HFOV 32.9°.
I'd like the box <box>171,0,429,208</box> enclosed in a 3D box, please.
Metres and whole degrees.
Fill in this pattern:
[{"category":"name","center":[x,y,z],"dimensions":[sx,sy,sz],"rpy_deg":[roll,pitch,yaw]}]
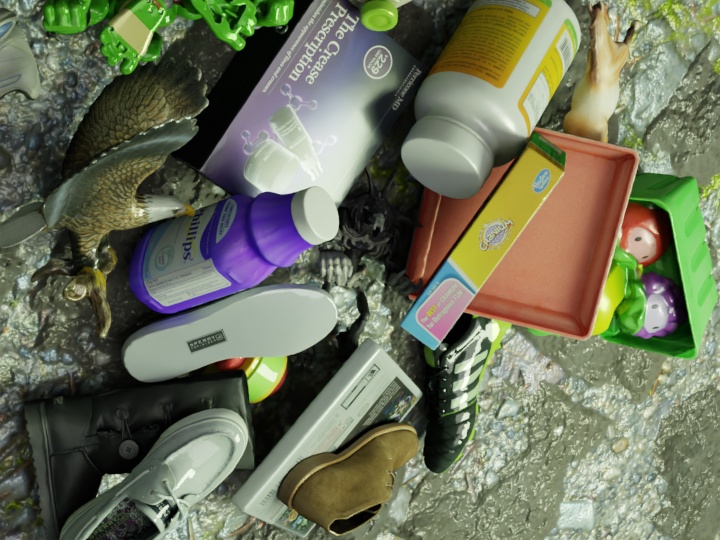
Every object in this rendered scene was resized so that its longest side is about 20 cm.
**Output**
[{"category":"box","center":[-0.054,-0.145,1.111],"dimensions":[0.141,0.079,0.200],"rpy_deg":[34,89,-35]}]

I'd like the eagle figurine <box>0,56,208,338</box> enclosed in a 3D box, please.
[{"category":"eagle figurine","center":[-0.203,-0.074,1.011],"dimensions":[0.151,0.152,0.200],"rpy_deg":[-19,135,-48]}]

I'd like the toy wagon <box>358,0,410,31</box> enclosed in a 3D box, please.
[{"category":"toy wagon","center":[-0.024,-0.301,1.045],"dimensions":[0.200,0.040,0.155],"rpy_deg":[19,60,-32]}]

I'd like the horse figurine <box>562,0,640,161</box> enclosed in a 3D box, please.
[{"category":"horse figurine","center":[0.238,-0.177,1.235],"dimensions":[0.133,0.050,0.200],"rpy_deg":[-39,146,-63]}]

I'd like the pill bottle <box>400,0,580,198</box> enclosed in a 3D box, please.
[{"category":"pill bottle","center":[0.118,-0.167,1.138],"dimensions":[0.111,0.111,0.200],"rpy_deg":[49,59,-32]}]

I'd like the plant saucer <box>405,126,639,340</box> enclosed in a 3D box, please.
[{"category":"plant saucer","center":[0.159,-0.049,1.231],"dimensions":[0.199,0.037,0.200],"rpy_deg":[14,105,5]}]

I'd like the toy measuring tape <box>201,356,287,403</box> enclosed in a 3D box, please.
[{"category":"toy measuring tape","center":[-0.127,0.121,1.165],"dimensions":[0.074,0.074,0.200],"rpy_deg":[38,87,-33]}]

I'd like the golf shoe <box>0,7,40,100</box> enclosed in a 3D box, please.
[{"category":"golf shoe","center":[-0.343,-0.125,0.962],"dimensions":[0.200,0.078,0.097],"rpy_deg":[-35,126,-13]}]

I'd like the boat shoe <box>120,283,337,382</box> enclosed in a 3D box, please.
[{"category":"boat shoe","center":[-0.122,0.048,1.115],"dimensions":[0.200,0.057,0.069],"rpy_deg":[-14,115,-3]}]

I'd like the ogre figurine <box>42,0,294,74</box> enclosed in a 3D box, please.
[{"category":"ogre figurine","center":[-0.167,-0.218,0.997],"dimensions":[0.200,0.120,0.098],"rpy_deg":[-27,122,-17]}]

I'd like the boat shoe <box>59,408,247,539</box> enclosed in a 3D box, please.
[{"category":"boat shoe","center":[-0.177,0.202,1.056],"dimensions":[0.201,0.072,0.070],"rpy_deg":[-39,113,4]}]

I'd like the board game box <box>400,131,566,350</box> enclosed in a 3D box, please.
[{"category":"board game box","center":[0.119,-0.032,1.143],"dimensions":[0.040,0.153,0.200],"rpy_deg":[35,105,2]}]

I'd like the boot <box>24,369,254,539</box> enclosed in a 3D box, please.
[{"category":"boot","center":[-0.194,0.179,1.119],"dimensions":[0.200,0.066,0.165],"rpy_deg":[-8,113,-10]}]

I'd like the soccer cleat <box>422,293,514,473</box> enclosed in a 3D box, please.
[{"category":"soccer cleat","center":[0.095,0.115,1.291],"dimensions":[0.081,0.067,0.200],"rpy_deg":[19,90,-26]}]

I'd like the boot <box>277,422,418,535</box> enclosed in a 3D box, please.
[{"category":"boot","center":[0.008,0.209,1.206],"dimensions":[0.200,0.075,0.074],"rpy_deg":[-18,136,-53]}]

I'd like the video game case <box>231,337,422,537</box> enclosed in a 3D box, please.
[{"category":"video game case","center":[-0.027,0.171,1.211],"dimensions":[0.200,0.023,0.182],"rpy_deg":[-50,155,-5]}]

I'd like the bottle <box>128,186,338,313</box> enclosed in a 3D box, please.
[{"category":"bottle","center":[-0.110,-0.022,1.051],"dimensions":[0.065,0.200,0.084],"rpy_deg":[43,44,-37]}]

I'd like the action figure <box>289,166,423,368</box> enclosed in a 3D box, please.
[{"category":"action figure","center":[0.000,0.000,1.175],"dimensions":[0.119,0.102,0.200],"rpy_deg":[12,103,-24]}]

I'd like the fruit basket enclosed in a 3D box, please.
[{"category":"fruit basket","center":[0.276,0.009,1.312],"dimensions":[0.215,0.155,0.216],"rpy_deg":[-10,105,-43]}]
